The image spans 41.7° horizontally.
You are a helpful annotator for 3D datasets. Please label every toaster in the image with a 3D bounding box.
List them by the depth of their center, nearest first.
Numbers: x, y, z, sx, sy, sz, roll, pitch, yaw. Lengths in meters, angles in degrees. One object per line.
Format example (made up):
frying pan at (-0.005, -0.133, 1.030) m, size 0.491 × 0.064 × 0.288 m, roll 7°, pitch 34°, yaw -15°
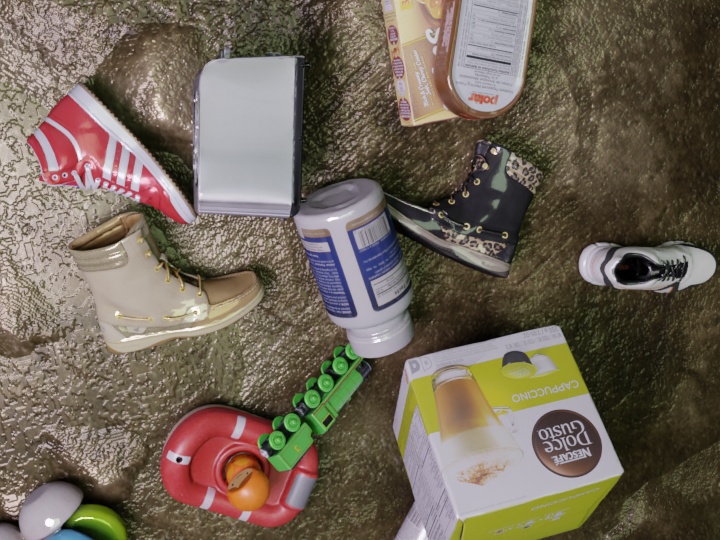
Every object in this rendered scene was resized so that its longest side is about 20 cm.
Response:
toaster at (-0.126, -0.145, 1.059) m, size 0.118 × 0.181 × 0.201 m, roll 0°, pitch 100°, yaw -11°

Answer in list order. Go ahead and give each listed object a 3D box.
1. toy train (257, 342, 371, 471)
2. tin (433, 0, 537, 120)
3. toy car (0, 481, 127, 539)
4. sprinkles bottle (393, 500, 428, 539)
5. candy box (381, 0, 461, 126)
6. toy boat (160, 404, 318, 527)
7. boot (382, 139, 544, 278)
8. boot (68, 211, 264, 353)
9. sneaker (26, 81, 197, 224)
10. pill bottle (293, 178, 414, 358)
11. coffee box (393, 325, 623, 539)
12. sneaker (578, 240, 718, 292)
toy train at (-0.051, 0.166, 1.165) m, size 0.056 × 0.042 × 0.200 m, roll 51°, pitch 54°, yaw -11°
tin at (0.149, -0.279, 1.120) m, size 0.112 × 0.042 × 0.201 m, roll 6°, pitch 96°, yaw -17°
toy car at (-0.364, 0.365, 1.110) m, size 0.200 × 0.150 × 0.175 m, roll -35°, pitch 107°, yaw -6°
sprinkles bottle at (0.082, 0.362, 1.267) m, size 0.068 × 0.068 × 0.200 m, roll 27°, pitch 93°, yaw -18°
candy box at (0.094, -0.285, 1.150) m, size 0.115 × 0.055 × 0.201 m, roll -13°, pitch 104°, yaw -13°
toy boat at (-0.144, 0.250, 1.154) m, size 0.200 × 0.131 × 0.131 m, roll 21°, pitch 95°, yaw -17°
boot at (0.126, -0.094, 1.188) m, size 0.200 × 0.073 × 0.151 m, roll 26°, pitch 88°, yaw -7°
boot at (-0.222, 0.001, 1.099) m, size 0.199 × 0.073 × 0.156 m, roll -16°, pitch 122°, yaw -5°
sneaker at (-0.287, -0.104, 1.080) m, size 0.112 × 0.071 × 0.200 m, roll -44°, pitch 100°, yaw -7°
pill bottle at (0.000, 0.000, 1.141) m, size 0.111 × 0.111 × 0.200 m, roll -22°, pitch 114°, yaw -9°
coffee box at (0.166, 0.215, 1.144) m, size 0.199 × 0.200 × 0.198 m, roll -12°, pitch 60°, yaw -11°
sneaker at (0.399, 0.001, 1.274) m, size 0.199 × 0.080 × 0.074 m, roll -2°, pitch 100°, yaw -15°
